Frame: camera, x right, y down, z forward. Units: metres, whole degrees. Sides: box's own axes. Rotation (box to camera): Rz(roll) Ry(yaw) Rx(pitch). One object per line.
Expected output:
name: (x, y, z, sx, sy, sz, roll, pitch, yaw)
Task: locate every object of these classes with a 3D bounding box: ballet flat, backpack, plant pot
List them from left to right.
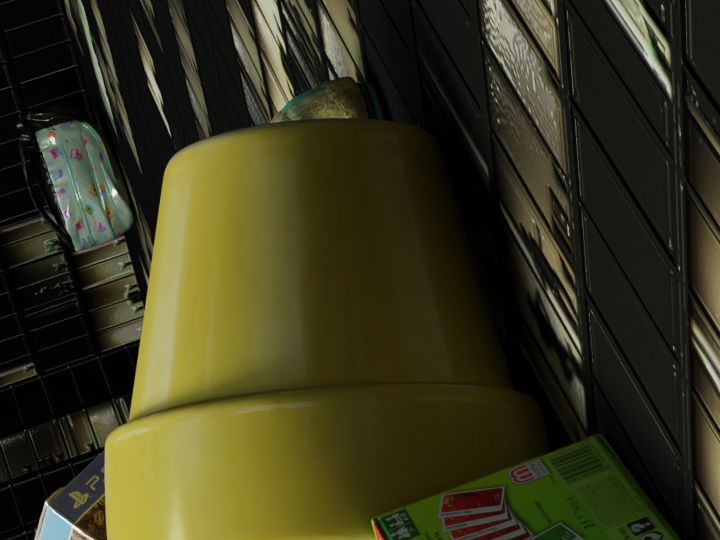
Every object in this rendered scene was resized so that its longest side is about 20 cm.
backpack: (-0.405, -0.131, 3.378, 0.167, 0.126, 0.201, 44, -155, -83)
plant pot: (-0.018, 0.039, 1.064, 0.201, 0.199, 0.190, 112, 154, -78)
ballet flat: (0.000, 0.000, 1.229, 0.071, 0.070, 0.201, -136, 29, -72)

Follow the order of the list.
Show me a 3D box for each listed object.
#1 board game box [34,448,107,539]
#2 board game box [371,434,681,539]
board game box: (-0.045, 0.158, 1.199, 0.200, 0.159, 0.097, 34, 134, 13)
board game box: (0.083, 0.140, 0.874, 0.200, 0.101, 0.048, -125, 17, -62)
